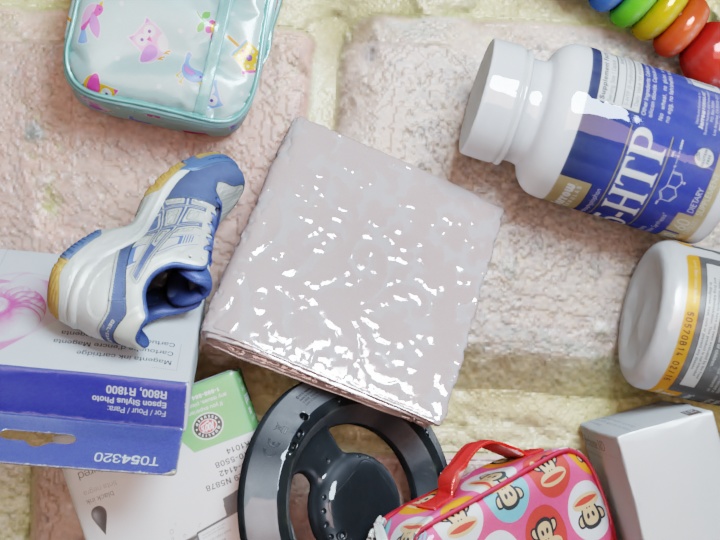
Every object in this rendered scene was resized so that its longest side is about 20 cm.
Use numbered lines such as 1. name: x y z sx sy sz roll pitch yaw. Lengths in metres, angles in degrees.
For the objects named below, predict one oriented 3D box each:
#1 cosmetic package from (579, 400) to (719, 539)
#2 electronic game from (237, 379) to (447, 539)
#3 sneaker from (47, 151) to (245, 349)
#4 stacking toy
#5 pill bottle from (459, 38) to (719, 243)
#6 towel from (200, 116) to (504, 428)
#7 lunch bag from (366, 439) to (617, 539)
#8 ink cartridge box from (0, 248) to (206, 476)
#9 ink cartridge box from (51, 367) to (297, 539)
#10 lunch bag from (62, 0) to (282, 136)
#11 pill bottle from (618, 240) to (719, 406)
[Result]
1. cosmetic package: 0.239 0.207 0.922 0.080 0.113 0.203 -16 87 -5
2. electronic game: -0.006 0.175 0.896 0.198 0.041 0.203 11 72 -37
3. sneaker: -0.133 -0.010 0.881 0.087 0.076 0.200 26 47 18
4. stacking toy: 0.228 -0.219 0.959 0.199 0.085 0.086 38 85 -6
5. pill bottle: 0.181 -0.104 0.926 0.197 0.120 0.121 16 86 -3
6. towel: 0.000 0.000 0.918 0.189 0.032 0.202 23 61 -3
7. lunch bag: 0.102 0.214 0.889 0.198 0.082 0.179 -16 90 -36
8. ink cartridge box: -0.213 0.056 0.858 0.193 0.201 0.044 5 122 -5
9. ink cartridge box: -0.126 0.192 0.906 0.144 0.084 0.203 -20 89 -5
10. lunch bag: -0.134 -0.211 0.927 0.158 0.077 0.203 13 86 -4
11. pill bottle: 0.308 0.053 0.930 0.197 0.116 0.118 13 86 -3
